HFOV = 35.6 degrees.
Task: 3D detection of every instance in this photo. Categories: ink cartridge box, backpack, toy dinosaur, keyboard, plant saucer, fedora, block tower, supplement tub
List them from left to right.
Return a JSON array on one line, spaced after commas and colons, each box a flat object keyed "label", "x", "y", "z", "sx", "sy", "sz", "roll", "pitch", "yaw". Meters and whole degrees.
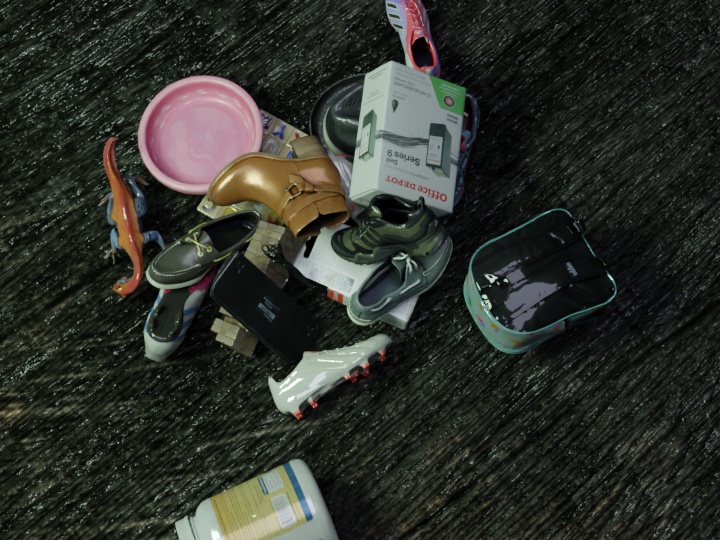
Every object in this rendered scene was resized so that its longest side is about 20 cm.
[{"label": "toy dinosaur", "x": -0.360, "y": -0.059, "z": 1.679, "sx": 0.104, "sy": 0.201, "sz": 0.183, "roll": -22, "pitch": 42, "yaw": 6}, {"label": "plant saucer", "x": -0.250, "y": -0.209, "z": 1.774, "sx": 0.197, "sy": 0.051, "sz": 0.204, "roll": 0, "pitch": 70, "yaw": 0}, {"label": "block tower", "x": -0.156, "y": 0.023, "z": 1.683, "sx": 0.053, "sy": 0.058, "sz": 0.202, "roll": 17, "pitch": 77, "yaw": 36}, {"label": "supplement tub", "x": -0.142, "y": 0.364, "z": 1.547, "sx": 0.197, "sy": 0.145, "sz": 0.146, "roll": -22, "pitch": 74, "yaw": -10}, {"label": "keyboard", "x": -0.128, "y": 0.038, "z": 1.654, "sx": 0.128, "sy": 0.020, "sz": 0.200, "roll": -53, "pitch": 126, "yaw": -12}, {"label": "ink cartridge box", "x": 0.000, "y": 0.000, "z": 1.725, "sx": 0.197, "sy": 0.050, "sz": 0.110, "roll": 22, "pitch": 72, "yaw": 5}, {"label": "fedora", "x": 0.017, "y": -0.249, "z": 1.783, "sx": 0.197, "sy": 0.092, "sz": 0.204, "roll": 1, "pitch": 71, "yaw": -3}, {"label": "ink cartridge box", "x": 0.073, "y": -0.190, "z": 1.686, "sx": 0.144, "sy": 0.084, "sz": 0.203, "roll": 14, "pitch": 76, "yaw": -29}, {"label": "backpack", "x": 0.253, "y": 0.026, "z": 1.674, "sx": 0.198, "sy": 0.154, "sz": 0.177, "roll": -22, "pitch": 72, "yaw": -20}]

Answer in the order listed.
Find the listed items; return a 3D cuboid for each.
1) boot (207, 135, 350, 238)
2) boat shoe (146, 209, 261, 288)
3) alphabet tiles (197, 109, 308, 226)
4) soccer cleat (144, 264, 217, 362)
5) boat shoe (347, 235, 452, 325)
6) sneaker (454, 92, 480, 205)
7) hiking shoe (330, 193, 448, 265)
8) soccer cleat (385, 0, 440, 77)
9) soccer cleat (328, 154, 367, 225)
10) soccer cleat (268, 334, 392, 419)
[{"label": "boot", "x": -0.120, "y": -0.103, "z": 1.674, "sx": 0.197, "sy": 0.077, "sz": 0.157, "roll": -20, "pitch": 59, "yaw": -8}, {"label": "boat shoe", "x": -0.232, "y": -0.037, "z": 1.675, "sx": 0.200, "sy": 0.061, "sz": 0.072, "roll": -29, "pitch": 67, "yaw": -36}, {"label": "alphabet tiles", "x": -0.168, "y": -0.156, "z": 1.789, "sx": 0.165, "sy": 0.006, "sz": 0.202, "roll": 29, "pitch": 73, "yaw": 6}, {"label": "soccer cleat", "x": -0.277, "y": 0.049, "z": 1.689, "sx": 0.069, "sy": 0.087, "sz": 0.201, "roll": 24, "pitch": 49, "yaw": -1}, {"label": "boat shoe", "x": 0.063, "y": 0.005, "z": 1.666, "sx": 0.199, "sy": 0.062, "sz": 0.073, "roll": -38, "pitch": 76, "yaw": -15}, {"label": "sneaker", "x": 0.139, "y": -0.193, "z": 1.770, "sx": 0.078, "sy": 0.096, "sz": 0.203, "roll": 14, "pitch": 71, "yaw": 2}, {"label": "hiking shoe", "x": 0.031, "y": -0.070, "z": 1.635, "sx": 0.198, "sy": 0.101, "sz": 0.076, "roll": -6, "pitch": 36, "yaw": 35}, {"label": "soccer cleat", "x": 0.089, "y": -0.394, "z": 1.844, "sx": 0.066, "sy": 0.077, "sz": 0.203, "roll": -12, "pitch": 73, "yaw": -7}, {"label": "soccer cleat", "x": -0.012, "y": -0.118, "z": 1.741, "sx": 0.198, "sy": 0.070, "sz": 0.078, "roll": 28, "pitch": 51, "yaw": 4}, {"label": "soccer cleat", "x": -0.045, "y": 0.141, "z": 1.668, "sx": 0.198, "sy": 0.069, "sz": 0.078, "roll": -32, "pitch": 73, "yaw": -9}]
